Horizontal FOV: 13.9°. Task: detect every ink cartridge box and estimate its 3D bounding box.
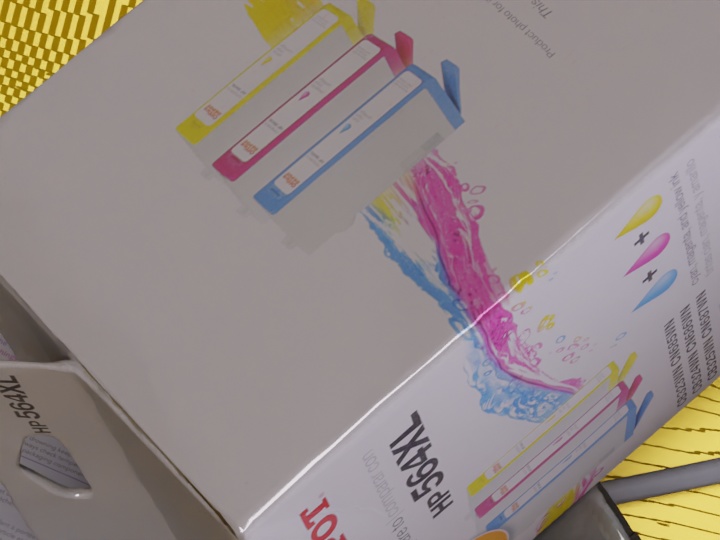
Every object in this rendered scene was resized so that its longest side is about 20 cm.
[{"bbox_3d":[0.000,0.000,0.722,0.200,0.129,0.125,-41,63,-10],"label":"ink cartridge box"}]

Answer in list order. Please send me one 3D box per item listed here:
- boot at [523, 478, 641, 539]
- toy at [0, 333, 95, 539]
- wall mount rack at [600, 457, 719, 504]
[{"bbox_3d":[0.023,0.174,0.782,0.200,0.073,0.182,-31,110,-5],"label":"boot"},{"bbox_3d":[-0.097,0.108,0.764,0.115,0.047,0.200,24,54,8],"label":"toy"},{"bbox_3d":[0.135,0.103,0.811,0.174,0.075,0.200,-17,81,26],"label":"wall mount rack"}]
